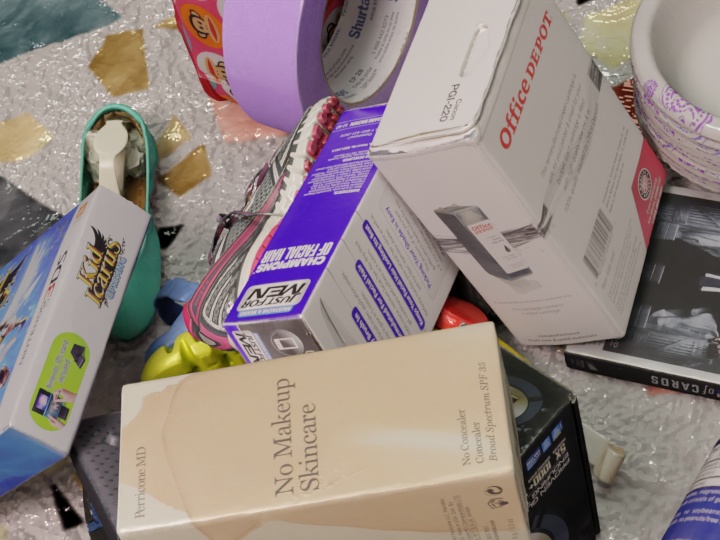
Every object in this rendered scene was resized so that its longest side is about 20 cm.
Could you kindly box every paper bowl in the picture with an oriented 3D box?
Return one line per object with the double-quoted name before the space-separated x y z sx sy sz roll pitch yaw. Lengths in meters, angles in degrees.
"paper bowl" 0.287 -0.131 1.103 0.199 0.105 0.202 -7 51 8

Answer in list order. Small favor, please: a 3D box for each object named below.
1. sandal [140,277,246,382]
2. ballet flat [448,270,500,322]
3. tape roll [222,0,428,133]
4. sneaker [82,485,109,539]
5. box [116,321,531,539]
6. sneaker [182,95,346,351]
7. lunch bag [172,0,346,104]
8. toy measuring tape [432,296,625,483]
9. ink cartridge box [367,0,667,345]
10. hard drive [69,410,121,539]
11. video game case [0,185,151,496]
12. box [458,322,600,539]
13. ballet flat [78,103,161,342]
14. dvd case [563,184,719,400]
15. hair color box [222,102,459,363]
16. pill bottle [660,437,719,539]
"sandal" -0.066 0.018 1.103 0.199 0.080 0.087 -22 49 -5
"ballet flat" 0.103 -0.054 1.123 0.066 0.057 0.201 4 55 16
"tape roll" -0.017 -0.194 1.167 0.065 0.201 0.201 19 60 25
"sneaker" -0.100 0.177 1.008 0.199 0.076 0.077 30 38 34
"box" -0.019 0.099 0.821 0.198 0.078 0.096 -11 52 6
"sneaker" -0.054 -0.036 1.042 0.074 0.081 0.201 -1 47 31
"lunch bag" -0.062 -0.233 1.208 0.082 0.201 0.176 24 61 27
"toy measuring tape" 0.077 0.073 1.025 0.073 0.074 0.200 -40 53 -16
"ink cartridge box" 0.106 -0.068 1.025 0.084 0.200 0.146 -7 48 36
"hard drive" -0.071 0.123 0.987 0.198 0.043 0.135 -8 29 -24
"video game case" -0.226 0.061 1.054 0.200 0.045 0.182 -31 35 47
"box" 0.039 0.161 0.915 0.086 0.164 0.200 32 66 32
"ballet flat" -0.184 -0.044 1.180 0.067 0.071 0.201 -10 53 6
"dvd case" 0.250 0.019 1.054 0.198 0.025 0.151 11 58 22
"hair color box" 0.000 0.000 0.994 0.064 0.110 0.201 -7 39 32
"pill bottle" 0.240 0.149 0.900 0.119 0.120 0.200 23 62 28
